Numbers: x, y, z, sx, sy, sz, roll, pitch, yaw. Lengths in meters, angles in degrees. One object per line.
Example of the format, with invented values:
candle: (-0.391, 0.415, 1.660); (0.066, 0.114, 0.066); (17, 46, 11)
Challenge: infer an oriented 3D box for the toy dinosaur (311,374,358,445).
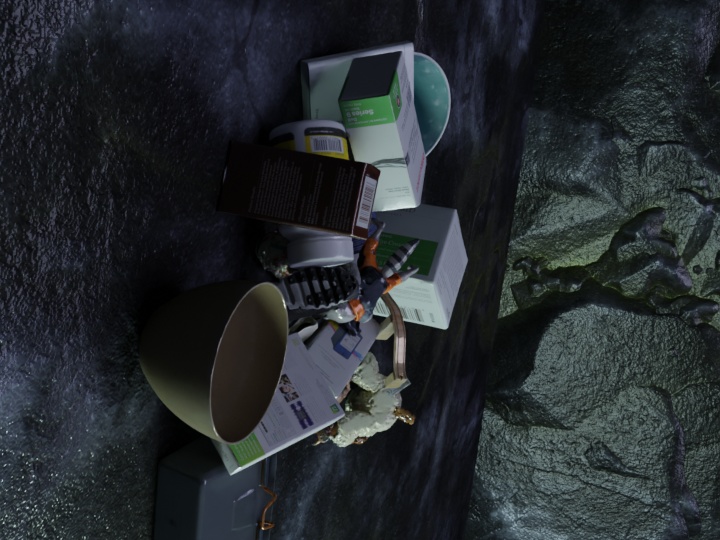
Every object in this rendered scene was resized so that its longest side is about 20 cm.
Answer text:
toy dinosaur: (-0.069, 0.243, 1.622); (0.200, 0.086, 0.136); (36, 73, -83)

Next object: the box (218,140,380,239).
box: (-0.082, -0.107, 1.190); (0.075, 0.200, 0.100); (9, 93, -73)

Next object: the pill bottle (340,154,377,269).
pill bottle: (-0.027, -0.086, 1.495); (0.111, 0.111, 0.200); (-60, 154, -42)

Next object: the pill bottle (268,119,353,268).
pill bottle: (-0.068, -0.108, 1.282); (0.114, 0.114, 0.200); (12, 71, -71)

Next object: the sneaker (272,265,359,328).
sneaker: (-0.100, 0.047, 1.296); (0.091, 0.200, 0.067); (94, -20, -68)

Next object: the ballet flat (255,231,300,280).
ballet flat: (-0.103, -0.010, 1.397); (0.200, 0.064, 0.076); (30, 73, -71)

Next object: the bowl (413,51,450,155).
bowl: (0.047, -0.287, 1.538); (0.201, 0.105, 0.201); (-16, 119, -31)

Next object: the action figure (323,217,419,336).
action figure: (0.000, 0.000, 1.391); (0.194, 0.104, 0.200); (-52, 126, -32)

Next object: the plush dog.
plush dog: (0.024, 0.280, 1.842); (0.172, 0.160, 0.200); (142, -35, -78)

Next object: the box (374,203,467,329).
box: (0.088, -0.016, 1.728); (0.200, 0.199, 0.172); (68, 37, -58)

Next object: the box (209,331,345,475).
box: (-0.132, 0.179, 1.228); (0.200, 0.144, 0.036); (-18, 161, -45)

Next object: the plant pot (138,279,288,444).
plant pot: (-0.192, 0.101, 1.094); (0.200, 0.134, 0.201); (11, 90, -71)

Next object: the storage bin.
storage bin: (-0.202, 0.327, 1.215); (0.134, 0.145, 0.200); (-16, 116, -58)

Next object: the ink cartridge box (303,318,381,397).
ink cartridge box: (-0.067, 0.155, 1.463); (0.145, 0.088, 0.200); (-43, -176, 38)

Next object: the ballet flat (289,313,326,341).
ballet flat: (-0.083, 0.074, 1.437); (0.200, 0.063, 0.069); (-45, 141, -36)

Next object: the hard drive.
hard drive: (-0.001, -0.286, 1.416); (0.200, 0.027, 0.132); (-18, 122, -28)

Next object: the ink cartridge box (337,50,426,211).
ink cartridge box: (0.038, -0.211, 1.361); (0.146, 0.084, 0.200); (-76, 155, -51)

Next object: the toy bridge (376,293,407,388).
toy bridge: (0.048, 0.096, 1.507); (0.067, 0.027, 0.200); (-49, -136, 48)
